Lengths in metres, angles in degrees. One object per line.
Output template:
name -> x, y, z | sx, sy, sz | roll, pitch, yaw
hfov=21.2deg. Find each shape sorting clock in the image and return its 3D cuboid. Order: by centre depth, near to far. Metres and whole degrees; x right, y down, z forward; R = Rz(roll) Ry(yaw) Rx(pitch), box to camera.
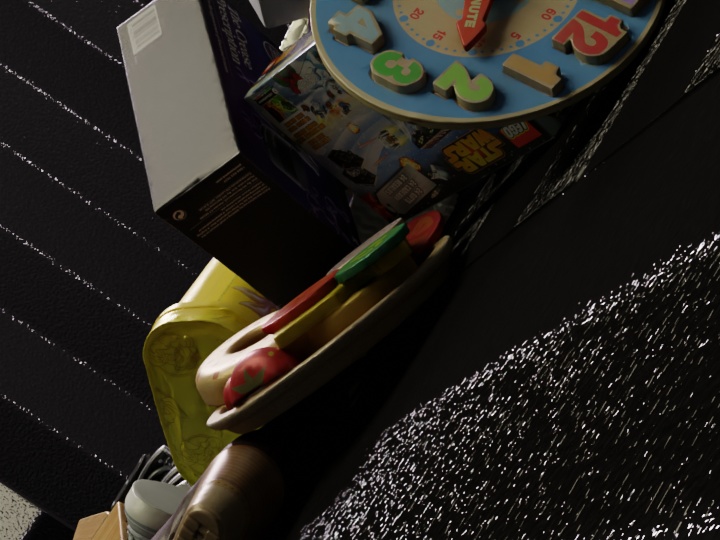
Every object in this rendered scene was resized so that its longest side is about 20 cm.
shape sorting clock -> 0.069, -0.157, 1.063 | 0.200, 0.200, 0.039 | -58, -24, -27

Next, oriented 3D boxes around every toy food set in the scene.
toy food set -> -0.022, 0.031, 1.210 | 0.198, 0.049, 0.200 | -37, 3, 2

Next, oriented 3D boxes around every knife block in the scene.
knife block -> -0.180, 0.245, 1.536 | 0.175, 0.064, 0.200 | -23, 46, 57

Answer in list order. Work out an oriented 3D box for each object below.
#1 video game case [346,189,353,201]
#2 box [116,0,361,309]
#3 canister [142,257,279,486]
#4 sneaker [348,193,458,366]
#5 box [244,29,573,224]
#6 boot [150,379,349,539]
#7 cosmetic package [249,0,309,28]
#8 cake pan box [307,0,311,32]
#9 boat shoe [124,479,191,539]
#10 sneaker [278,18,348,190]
video game case -> -0.032, -0.083, 1.641 | 0.200, 0.018, 0.143 | -67, -27, -44
box -> -0.085, -0.091, 1.333 | 0.079, 0.141, 0.200 | -33, 44, 16
canister -> -0.077, 0.053, 1.429 | 0.200, 0.086, 0.149 | -59, -40, -57
sneaker -> -0.001, 0.000, 1.396 | 0.200, 0.069, 0.100 | -58, 2, -33
box -> 0.027, -0.109, 1.208 | 0.040, 0.137, 0.200 | -57, 15, -29
boot -> -0.087, 0.171, 1.254 | 0.200, 0.072, 0.166 | -55, -8, 37
cosmetic package -> 0.004, -0.265, 1.410 | 0.200, 0.113, 0.081 | -18, 31, -5
cake pan box -> 0.040, -0.191, 1.300 | 0.052, 0.200, 0.185 | -18, -54, -32
boat shoe -> -0.131, 0.195, 1.374 | 0.201, 0.070, 0.072 | 47, -113, -80
sneaker -> -0.015, -0.137, 1.495 | 0.200, 0.077, 0.111 | -57, -34, -3
